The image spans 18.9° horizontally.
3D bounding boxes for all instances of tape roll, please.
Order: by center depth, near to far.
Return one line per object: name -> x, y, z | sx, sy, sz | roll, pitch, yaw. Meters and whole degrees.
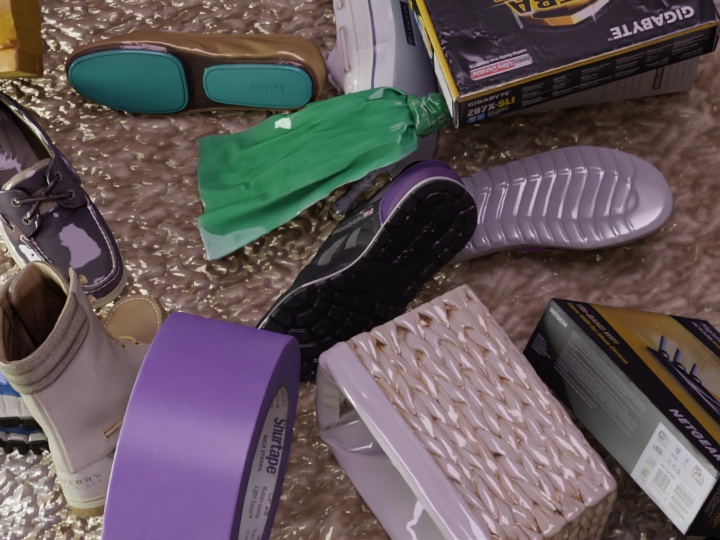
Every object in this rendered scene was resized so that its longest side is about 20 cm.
tape roll -> -0.104, 0.133, 1.440 | 0.085, 0.200, 0.201 | 12, 66, 6

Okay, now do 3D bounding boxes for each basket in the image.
basket -> 0.071, 0.129, 1.477 | 0.123, 0.136, 0.200 | -29, 68, -16

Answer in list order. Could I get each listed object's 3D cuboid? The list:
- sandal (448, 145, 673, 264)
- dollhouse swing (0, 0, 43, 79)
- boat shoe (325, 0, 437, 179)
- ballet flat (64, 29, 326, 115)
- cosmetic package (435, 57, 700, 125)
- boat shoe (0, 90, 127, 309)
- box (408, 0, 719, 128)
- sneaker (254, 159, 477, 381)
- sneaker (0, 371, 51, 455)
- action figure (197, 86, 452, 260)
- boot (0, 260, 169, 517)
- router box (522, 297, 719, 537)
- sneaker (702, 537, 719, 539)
sandal -> 0.132, -0.044, 1.600 | 0.202, 0.050, 0.083 | -5, 68, 15
dollhouse swing -> -0.334, -0.239, 1.599 | 0.175, 0.182, 0.201 | -3, 94, 0
boat shoe -> 0.009, -0.159, 1.651 | 0.070, 0.071, 0.201 | -16, 75, 30
ballet flat -> -0.124, -0.155, 1.656 | 0.199, 0.069, 0.063 | 5, 38, 4
cosmetic package -> 0.144, -0.235, 1.646 | 0.199, 0.123, 0.200 | -7, 66, -3
boat shoe -> -0.243, -0.058, 1.604 | 0.072, 0.065, 0.200 | -30, 68, -12
box -> 0.136, -0.205, 1.542 | 0.199, 0.049, 0.160 | -16, 65, -5
sneaker -> 0.000, 0.000, 1.575 | 0.200, 0.088, 0.076 | -41, 113, 7
sneaker -> -0.299, 0.080, 1.545 | 0.199, 0.079, 0.089 | 3, 58, -7
action figure -> -0.024, -0.083, 1.580 | 0.199, 0.055, 0.118 | -22, 55, 18
boot -> -0.187, 0.048, 1.481 | 0.072, 0.155, 0.200 | -11, 37, 18
router box -> 0.224, 0.100, 1.444 | 0.157, 0.052, 0.200 | 8, 28, -38
sneaker -> 0.260, 0.232, 1.460 | 0.098, 0.071, 0.200 | 45, 60, 0
